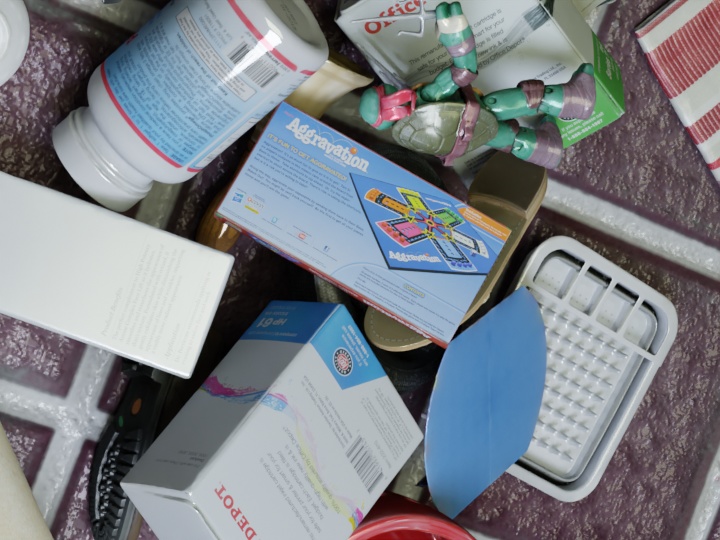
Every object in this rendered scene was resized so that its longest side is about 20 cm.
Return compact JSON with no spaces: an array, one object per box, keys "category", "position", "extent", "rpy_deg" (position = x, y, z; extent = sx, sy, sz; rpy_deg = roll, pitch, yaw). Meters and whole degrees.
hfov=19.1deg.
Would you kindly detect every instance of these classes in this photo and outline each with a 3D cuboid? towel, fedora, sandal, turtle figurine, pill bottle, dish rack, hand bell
[{"category":"towel","position":[0.337,-0.172,1.888],"extent":[0.144,0.023,0.200],"rpy_deg":[-39,113,-13]},{"category":"fedora","position":[0.000,0.000,1.695],"extent":[0.200,0.092,0.201],"rpy_deg":[-1,91,-49]},{"category":"sandal","position":[0.084,0.001,1.665],"extent":[0.212,0.078,0.070],"rpy_deg":[-53,151,-24]},{"category":"turtle figurine","position":[0.069,-0.128,1.605],"extent":[0.200,0.150,0.101],"rpy_deg":[9,70,-20]},{"category":"pill bottle","position":[-0.129,-0.136,1.574],"extent":[0.200,0.109,0.109],"rpy_deg":[-39,118,17]},{"category":"dish rack","position":[0.168,0.083,1.838],"extent":[0.172,0.044,0.200],"rpy_deg":[30,85,-29]},{"category":"hand bell","position":[-0.082,-0.088,1.669],"extent":[0.104,0.104,0.200],"rpy_deg":[23,102,-29]}]

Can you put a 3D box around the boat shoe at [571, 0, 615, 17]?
[{"category":"boat shoe","position":[0.199,-0.252,1.778],"extent":[0.200,0.062,0.075],"rpy_deg":[-34,115,-15]}]

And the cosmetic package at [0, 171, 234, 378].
[{"category":"cosmetic package","position":[-0.204,0.002,1.583],"extent":[0.200,0.074,0.102],"rpy_deg":[21,86,-9]}]

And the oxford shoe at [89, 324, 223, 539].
[{"category":"oxford shoe","position":[-0.153,0.131,1.669],"extent":[0.084,0.073,0.200],"rpy_deg":[18,93,-34]}]

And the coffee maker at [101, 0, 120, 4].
[{"category":"coffee maker","position":[-0.106,-0.308,1.588],"extent":[0.200,0.135,0.192],"rpy_deg":[-4,122,-25]}]

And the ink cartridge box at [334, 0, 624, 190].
[{"category":"ink cartridge box","position":[0.095,-0.180,1.691],"extent":[0.146,0.083,0.200],"rpy_deg":[-28,118,22]}]

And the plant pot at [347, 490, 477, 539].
[{"category":"plant pot","position":[-0.012,0.266,1.703],"extent":[0.200,0.182,0.201],"rpy_deg":[-5,102,-26]}]

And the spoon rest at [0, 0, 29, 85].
[{"category":"spoon rest","position":[-0.305,-0.214,1.540],"extent":[0.099,0.061,0.200],"rpy_deg":[-32,126,-17]}]

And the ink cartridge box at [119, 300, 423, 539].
[{"category":"ink cartridge box","position":[-0.063,0.140,1.573],"extent":[0.200,0.085,0.145],"rpy_deg":[-51,125,-32]}]

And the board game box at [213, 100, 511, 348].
[{"category":"board game box","position":[0.002,-0.035,1.597],"extent":[0.200,0.019,0.103],"rpy_deg":[30,78,1]}]

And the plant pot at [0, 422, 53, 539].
[{"category":"plant pot","position":[-0.311,0.185,1.544],"extent":[0.200,0.200,0.184],"rpy_deg":[-18,97,-23]}]

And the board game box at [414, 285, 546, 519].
[{"category":"board game box","position":[0.088,0.102,1.734],"extent":[0.200,0.039,0.158],"rpy_deg":[-35,130,-50]}]
